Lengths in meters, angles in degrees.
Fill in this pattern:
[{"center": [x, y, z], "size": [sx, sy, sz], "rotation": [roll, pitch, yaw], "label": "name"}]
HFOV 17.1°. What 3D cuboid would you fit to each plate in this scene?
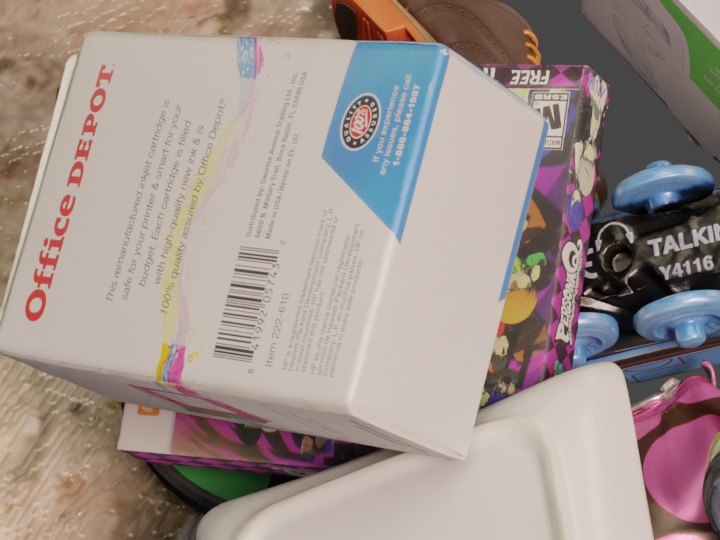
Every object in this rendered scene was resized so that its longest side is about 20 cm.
[{"center": [0.020, 0.140, 0.910], "size": [0.199, 0.032, 0.200], "rotation": [-22, 49, 19], "label": "plate"}]

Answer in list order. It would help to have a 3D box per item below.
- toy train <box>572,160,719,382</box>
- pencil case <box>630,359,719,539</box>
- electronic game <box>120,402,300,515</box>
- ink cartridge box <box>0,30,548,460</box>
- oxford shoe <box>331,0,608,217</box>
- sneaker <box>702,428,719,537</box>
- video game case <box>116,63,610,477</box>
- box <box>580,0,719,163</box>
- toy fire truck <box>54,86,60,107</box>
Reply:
[{"center": [0.147, 0.001, 1.052], "size": [0.199, 0.114, 0.087], "rotation": [-15, 67, 18], "label": "toy train"}, {"center": [0.080, 0.113, 1.027], "size": [0.199, 0.091, 0.094], "rotation": [-19, 88, -6], "label": "pencil case"}, {"center": [-0.017, 0.037, 1.126], "size": [0.199, 0.042, 0.201], "rotation": [-5, 54, 7], "label": "electronic game"}, {"center": [-0.039, -0.014, 0.966], "size": [0.199, 0.084, 0.145], "rotation": [7, 77, 39], "label": "ink cartridge box"}, {"center": [0.067, -0.096, 1.190], "size": [0.073, 0.072, 0.200], "rotation": [-30, 55, -18], "label": "oxford shoe"}, {"center": [0.223, 0.105, 0.922], "size": [0.199, 0.074, 0.081], "rotation": [8, 15, 22], "label": "sneaker"}, {"center": [0.000, 0.000, 1.031], "size": [0.199, 0.036, 0.183], "rotation": [3, 77, 26], "label": "video game case"}, {"center": [0.231, -0.133, 1.171], "size": [0.176, 0.097, 0.200], "rotation": [-28, 56, -13], "label": "box"}, {"center": [-0.048, -0.050, 1.150], "size": [0.199, 0.049, 0.142], "rotation": [-11, 47, 8], "label": "toy fire truck"}]
